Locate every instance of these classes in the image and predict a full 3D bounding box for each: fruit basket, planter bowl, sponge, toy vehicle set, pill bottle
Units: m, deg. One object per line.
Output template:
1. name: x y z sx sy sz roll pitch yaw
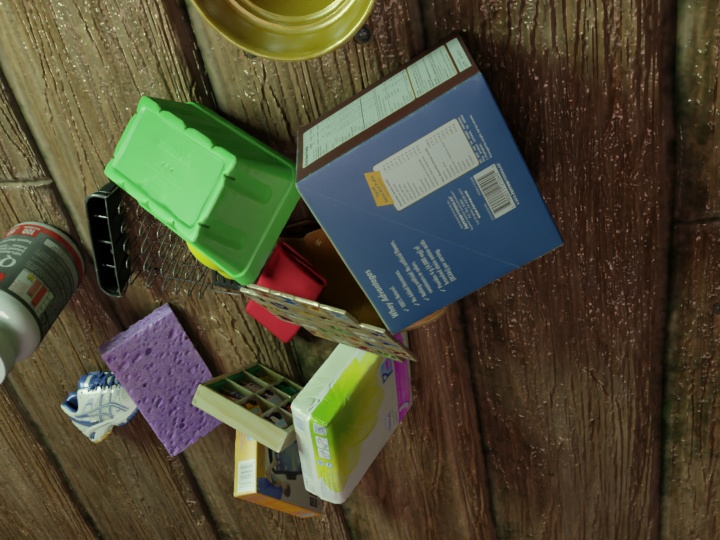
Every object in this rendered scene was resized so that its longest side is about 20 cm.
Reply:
1. fruit basket: -0.150 -0.075 0.886 0.212 0.216 0.158 30 95 -11
2. planter bowl: -0.068 -0.305 0.747 0.195 0.084 0.204 7 128 8
3. sponge: -0.266 0.156 1.139 0.110 0.030 0.203 -34 123 -15
4. toy vehicle set: -0.121 0.169 1.043 0.122 0.200 0.027 26 97 10
5. pill bottle: -0.437 0.041 1.019 0.113 0.202 0.118 6 129 7

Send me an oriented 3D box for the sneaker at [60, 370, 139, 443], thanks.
1. sneaker: -0.372 0.182 1.195 0.088 0.076 0.199 42 122 -16

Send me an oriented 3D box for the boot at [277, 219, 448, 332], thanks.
1. boot: 0.000 0.000 0.973 0.196 0.071 0.146 -3 127 20

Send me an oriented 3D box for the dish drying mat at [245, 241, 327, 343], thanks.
1. dish drying mat: -0.093 0.032 1.002 0.076 0.018 0.200 38 151 1

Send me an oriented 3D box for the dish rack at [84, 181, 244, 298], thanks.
1. dish rack: -0.233 -0.030 1.014 0.194 0.055 0.156 9 129 5

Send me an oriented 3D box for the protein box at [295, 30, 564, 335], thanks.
1. protein box: 0.065 -0.086 0.823 0.197 0.136 0.200 -28 118 13

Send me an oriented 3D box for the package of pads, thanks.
1. package of pads: -0.006 0.169 1.021 0.067 0.200 0.157 17 133 27

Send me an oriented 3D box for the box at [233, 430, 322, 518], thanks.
1. box: -0.105 0.269 1.136 0.041 0.122 0.199 -15 151 24

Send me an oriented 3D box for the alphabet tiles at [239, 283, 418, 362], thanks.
1. alphabet tiles: -0.036 0.061 0.916 0.196 0.006 0.166 14 164 31
